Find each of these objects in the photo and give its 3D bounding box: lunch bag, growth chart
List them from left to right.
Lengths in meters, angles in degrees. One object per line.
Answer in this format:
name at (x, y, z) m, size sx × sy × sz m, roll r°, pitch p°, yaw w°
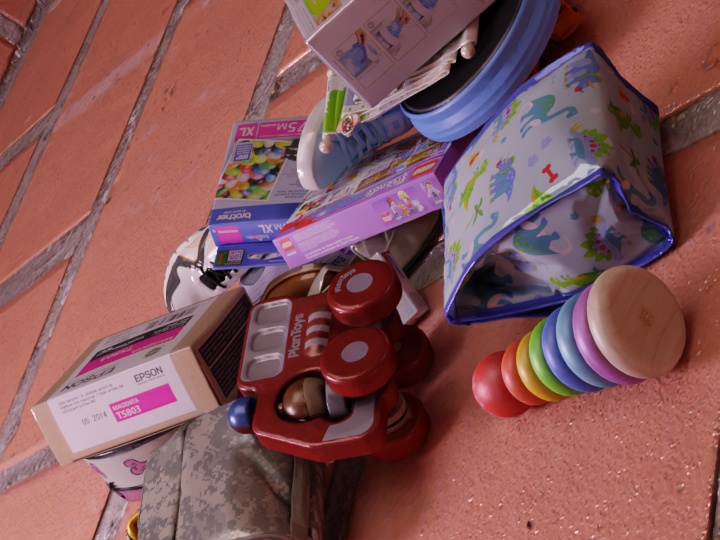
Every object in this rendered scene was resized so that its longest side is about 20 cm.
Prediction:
lunch bag at (-0.103, 0.218, 1.427) m, size 0.168 × 0.139 × 0.200 m, roll -41°, pitch 30°, yaw 32°
growth chart at (0.040, -0.207, 1.546) m, size 0.200 × 0.018 × 0.145 m, roll -31°, pitch 37°, yaw 24°
lunch bag at (0.149, -0.058, 1.302) m, size 0.200 × 0.127 × 0.170 m, roll -31°, pitch 35°, yaw 29°

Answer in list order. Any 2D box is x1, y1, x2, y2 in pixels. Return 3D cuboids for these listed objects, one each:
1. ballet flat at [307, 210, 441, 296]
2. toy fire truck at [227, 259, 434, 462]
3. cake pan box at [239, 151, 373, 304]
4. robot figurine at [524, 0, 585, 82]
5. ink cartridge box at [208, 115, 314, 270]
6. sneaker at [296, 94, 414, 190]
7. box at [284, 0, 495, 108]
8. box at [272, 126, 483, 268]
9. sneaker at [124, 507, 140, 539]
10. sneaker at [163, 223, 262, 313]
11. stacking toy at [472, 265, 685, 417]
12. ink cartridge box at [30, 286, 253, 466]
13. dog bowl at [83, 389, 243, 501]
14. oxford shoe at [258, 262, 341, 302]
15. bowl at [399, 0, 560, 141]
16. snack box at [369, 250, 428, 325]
ballet flat at (0.000, 0.000, 1.586) m, size 0.200 × 0.069 × 0.069 m, roll -52°, pitch 25°, yaw 11°
toy fire truck at (-0.032, 0.091, 1.401) m, size 0.168 × 0.112 × 0.200 m, roll -13°, pitch 41°, yaw 18°
cake pan box at (-0.060, -0.047, 1.778) m, size 0.200 × 0.052 × 0.184 m, roll -43°, pitch 30°, yaw 30°
robot figurine at (0.157, -0.259, 1.608) m, size 0.145 × 0.058 × 0.200 m, roll -50°, pitch 26°, yaw 14°
ink cartridge box at (-0.094, -0.088, 1.712) m, size 0.119 × 0.042 × 0.200 m, roll -3°, pitch 49°, yaw 13°
sneaker at (0.011, -0.155, 1.611) m, size 0.082 × 0.074 × 0.200 m, roll 9°, pitch 50°, yaw 37°
box at (0.041, -0.272, 1.502) m, size 0.200 × 0.101 × 0.113 m, roll -40°, pitch 34°, yaw 11°
box at (0.021, -0.081, 1.574) m, size 0.200 × 0.039 × 0.137 m, roll -21°, pitch 21°, yaw 32°
sneaker at (-0.200, 0.256, 1.636) m, size 0.078 × 0.082 × 0.200 m, roll -54°, pitch 24°, yaw 7°
sneaker at (-0.153, -0.021, 1.775) m, size 0.200 × 0.074 × 0.080 m, roll -55°, pitch 26°, yaw 9°
stacking toy at (0.153, 0.069, 1.208) m, size 0.200 × 0.085 × 0.085 m, roll -35°, pitch 32°, yaw 51°
ink cartridge box at (-0.210, 0.105, 1.606) m, size 0.200 × 0.075 × 0.165 m, roll -20°, pitch 14°, yaw 21°
dog bowl at (-0.195, 0.167, 1.659) m, size 0.200 × 0.074 × 0.200 m, roll -25°, pitch 14°, yaw 7°
oxford shoe at (-0.079, 0.058, 1.682) m, size 0.200 × 0.071 × 0.071 m, roll -43°, pitch 45°, yaw 42°
bowl at (0.110, -0.220, 1.534) m, size 0.201 × 0.039 × 0.201 m, roll -41°, pitch 30°, yaw 30°
snack box at (-0.023, 0.069, 1.545) m, size 0.200 × 0.072 × 0.024 m, roll -43°, pitch -17°, yaw 29°
